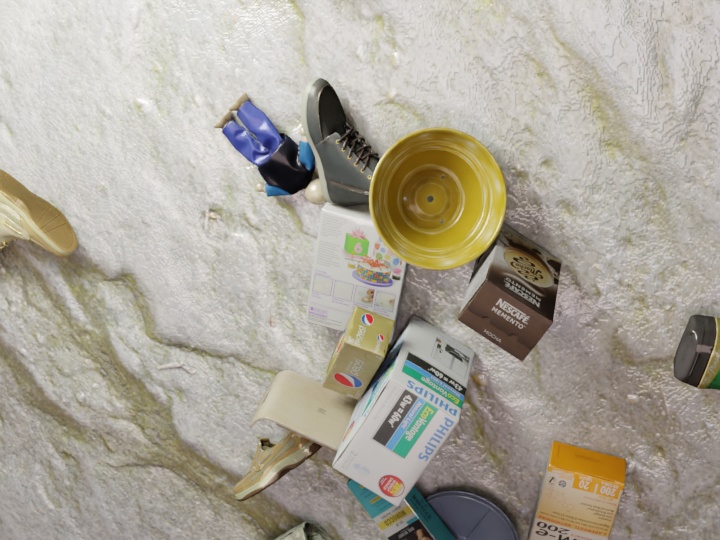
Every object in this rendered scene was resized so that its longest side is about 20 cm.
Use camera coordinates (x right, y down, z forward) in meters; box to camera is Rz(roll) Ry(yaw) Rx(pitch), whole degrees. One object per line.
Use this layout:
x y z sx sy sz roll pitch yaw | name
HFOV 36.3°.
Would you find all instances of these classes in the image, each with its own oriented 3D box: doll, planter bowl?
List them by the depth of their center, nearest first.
0.107 -0.103 1.594 0.198 0.083 0.203 0 93 -6 | planter bowl
-0.122 -0.175 1.656 0.200 0.049 0.136 44 119 -8 | doll

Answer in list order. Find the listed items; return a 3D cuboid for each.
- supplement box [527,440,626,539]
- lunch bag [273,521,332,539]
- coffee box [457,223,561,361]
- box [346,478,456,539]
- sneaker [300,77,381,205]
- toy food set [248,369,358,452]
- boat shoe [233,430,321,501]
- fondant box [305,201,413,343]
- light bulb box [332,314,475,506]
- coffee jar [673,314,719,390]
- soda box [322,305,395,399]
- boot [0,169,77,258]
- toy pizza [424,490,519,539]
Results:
0.349 0.392 1.794 0.124 0.074 0.202 12 118 9 | supplement box
-0.104 0.564 1.973 0.163 0.118 0.201 -36 97 26 | lunch bag
0.218 0.027 1.579 0.112 0.200 0.080 32 119 -3 | coffee box
0.070 0.413 1.868 0.082 0.049 0.201 -38 90 31 | box
-0.014 -0.185 1.594 0.105 0.075 0.202 10 130 35 | sneaker
-0.073 0.253 1.797 0.198 0.144 0.061 24 119 2 | toy food set
-0.154 0.323 1.904 0.199 0.072 0.076 -38 87 19 | boat shoe
0.000 0.000 1.705 0.143 0.058 0.202 14 119 8 | fondant box
0.070 0.215 1.709 0.124 0.200 0.199 30 119 -2 | light bulb box
0.564 0.136 1.608 0.198 0.086 0.105 15 121 6 | coffee jar
-0.005 0.131 1.707 0.067 0.065 0.200 20 153 -3 | soda box
-0.575 -0.055 1.818 0.199 0.073 0.156 38 118 -3 | boot
0.178 0.462 1.894 0.198 0.032 0.203 7 114 16 | toy pizza
